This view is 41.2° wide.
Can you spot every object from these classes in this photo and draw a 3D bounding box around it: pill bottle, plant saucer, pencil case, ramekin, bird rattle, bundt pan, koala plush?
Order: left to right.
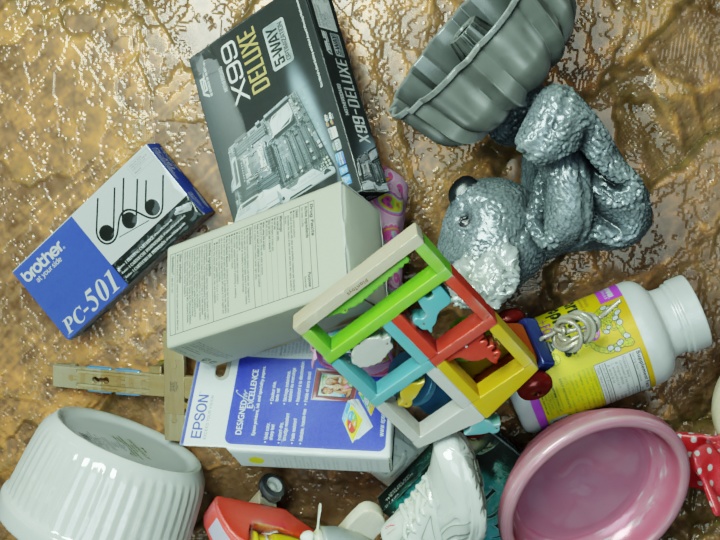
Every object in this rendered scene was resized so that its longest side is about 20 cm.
[{"bbox_3d":[-0.249,0.217,0.960,0.197,0.200,0.107,24,90,1],"label":"ramekin"},{"bbox_3d":[0.000,0.000,0.911,0.085,0.088,0.204,4,63,4],"label":"pencil case"},{"bbox_3d":[0.118,-0.193,0.869,0.075,0.202,0.202,39,100,-14],"label":"bundt pan"},{"bbox_3d":[0.152,-0.048,0.899,0.200,0.178,0.184,-42,104,6],"label":"koala plush"},{"bbox_3d":[0.222,0.212,0.935,0.196,0.051,0.204,-7,120,-12],"label":"plant saucer"},{"bbox_3d":[0.235,0.077,0.940,0.197,0.104,0.106,-23,96,7],"label":"pill bottle"},{"bbox_3d":[0.412,0.157,0.962,0.196,0.112,0.167,0,87,18],"label":"bird rattle"}]

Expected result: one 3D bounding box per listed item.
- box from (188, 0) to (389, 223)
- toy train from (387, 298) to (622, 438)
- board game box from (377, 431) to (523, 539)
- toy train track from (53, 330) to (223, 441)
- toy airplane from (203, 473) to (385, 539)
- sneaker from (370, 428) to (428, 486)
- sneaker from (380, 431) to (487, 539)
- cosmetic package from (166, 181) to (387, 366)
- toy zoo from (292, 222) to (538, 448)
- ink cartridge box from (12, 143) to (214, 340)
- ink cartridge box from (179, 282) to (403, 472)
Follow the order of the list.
[{"bbox_3d":[-0.071,-0.140,0.905,0.156,0.049,0.204,-22,81,34],"label":"box"},{"bbox_3d":[0.123,0.065,0.849,0.199,0.115,0.086,-39,53,28],"label":"toy train"},{"bbox_3d":[0.131,0.242,0.977,0.199,0.028,0.135,39,100,-24],"label":"board game box"},{"bbox_3d":[-0.232,0.117,1.024,0.196,0.033,0.117,3,99,12],"label":"toy train track"},{"bbox_3d":[-0.056,0.320,0.983,0.195,0.142,0.204,-4,116,16],"label":"toy airplane"},{"bbox_3d":[0.003,0.180,0.976,0.198,0.100,0.075,36,111,0],"label":"sneaker"},{"bbox_3d":[0.067,0.232,0.891,0.097,0.079,0.203,-5,125,0],"label":"sneaker"},{"bbox_3d":[-0.077,0.008,0.856,0.197,0.071,0.107,-16,64,28],"label":"cosmetic package"},{"bbox_3d":[0.056,0.069,0.790,0.130,0.021,0.200,-36,117,18],"label":"toy zoo"},{"bbox_3d":[-0.255,-0.030,0.995,0.199,0.044,0.094,-40,92,10],"label":"ink cartridge box"},{"bbox_3d":[-0.059,0.096,0.937,0.195,0.201,0.047,2,144,7],"label":"ink cartridge box"}]
